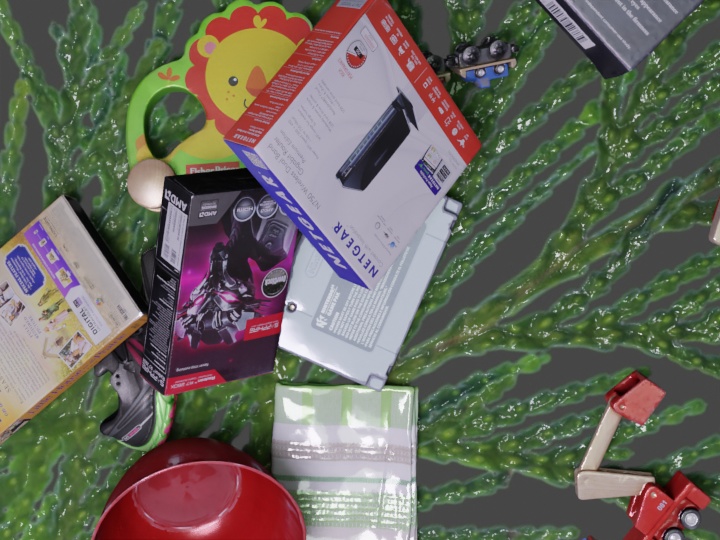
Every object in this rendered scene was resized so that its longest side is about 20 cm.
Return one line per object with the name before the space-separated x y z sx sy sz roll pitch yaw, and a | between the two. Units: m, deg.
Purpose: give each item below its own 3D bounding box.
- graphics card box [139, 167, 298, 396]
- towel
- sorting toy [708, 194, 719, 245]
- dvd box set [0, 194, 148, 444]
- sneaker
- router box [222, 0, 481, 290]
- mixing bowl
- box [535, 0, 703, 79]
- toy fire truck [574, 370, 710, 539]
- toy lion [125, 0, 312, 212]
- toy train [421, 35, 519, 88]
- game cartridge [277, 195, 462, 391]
graphics card box | -0.125 0.009 1.131 0.125 0.051 0.201 -8 119 -39
towel | -0.016 0.211 1.240 0.148 0.031 0.201 1 95 -2
sorting toy | 0.449 -0.097 1.201 0.198 0.070 0.201 16 94 -3
dvd box set | -0.310 0.047 1.185 0.200 0.029 0.147 -40 74 9
sneaker | -0.212 0.074 1.199 0.083 0.077 0.201 7 94 -6
router box | 0.000 -0.113 1.109 0.180 0.049 0.200 -53 131 -14
mixing bowl | -0.157 0.233 1.185 0.199 0.108 0.201 -6 118 -11
box | 0.260 -0.300 1.160 0.200 0.104 0.148 -43 95 2
toy fire truck | 0.262 0.216 1.237 0.141 0.049 0.200 38 94 -4
toy lion | -0.124 -0.158 1.191 0.199 0.069 0.193 -4 89 -1
toy train | 0.058 -0.180 1.182 0.199 0.034 0.046 -15 112 -13
game cartridge | 0.000 0.000 1.212 0.133 0.040 0.201 24 90 -7
